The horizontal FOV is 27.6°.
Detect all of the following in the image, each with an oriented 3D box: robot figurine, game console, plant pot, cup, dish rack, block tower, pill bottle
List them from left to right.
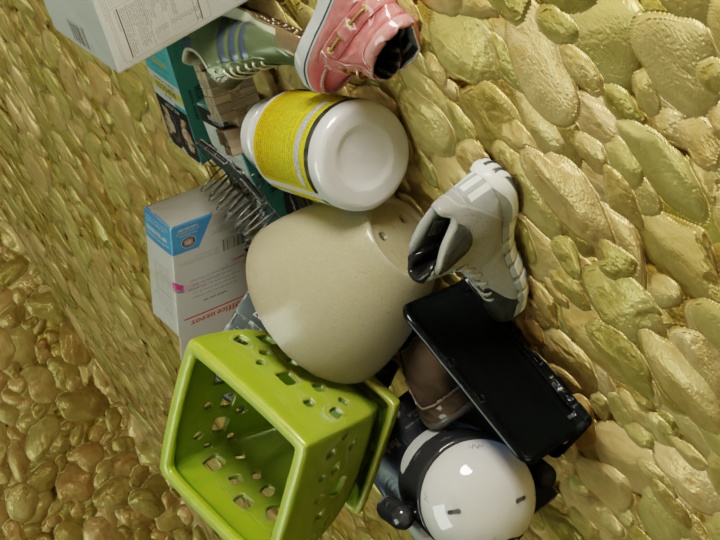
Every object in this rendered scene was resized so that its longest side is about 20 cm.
[{"bbox_3d":[-0.158,-0.233,1.662,0.054,0.058,0.200,-156,48,-71],"label":"block tower"},{"bbox_3d":[-0.125,-0.063,1.686,0.200,0.055,0.153,52,170,-34],"label":"dish rack"},{"bbox_3d":[-0.080,0.178,1.614,0.199,0.181,0.200,39,130,30],"label":"plant pot"},{"bbox_3d":[-0.045,-0.131,1.535,0.200,0.112,0.113,21,139,57],"label":"pill bottle"},{"bbox_3d":[0.000,0.000,1.555,0.143,0.200,0.200,-37,86,37],"label":"cup"},{"bbox_3d":[0.108,0.227,1.519,0.125,0.150,0.200,37,176,-10],"label":"robot figurine"},{"bbox_3d":[0.128,0.117,1.507,0.200,0.116,0.176,52,159,14],"label":"game console"}]

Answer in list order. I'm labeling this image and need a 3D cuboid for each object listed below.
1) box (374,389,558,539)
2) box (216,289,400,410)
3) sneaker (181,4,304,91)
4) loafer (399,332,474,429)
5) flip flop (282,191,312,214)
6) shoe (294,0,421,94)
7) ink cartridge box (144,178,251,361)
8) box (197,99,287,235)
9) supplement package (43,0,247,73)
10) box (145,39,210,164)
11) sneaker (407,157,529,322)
[{"bbox_3d":[0.101,0.233,1.729,0.198,0.123,0.200,53,159,6],"label":"box"},{"bbox_3d":[-0.078,0.121,1.737,0.200,0.044,0.160,33,124,-2],"label":"box"},{"bbox_3d":[-0.120,-0.230,1.556,0.200,0.067,0.090,30,105,39],"label":"sneaker"},{"bbox_3d":[0.072,0.106,1.589,0.071,0.073,0.200,54,-179,-22],"label":"loafer"},{"bbox_3d":[-0.061,-0.106,1.699,0.081,0.057,0.200,158,95,-75],"label":"flip flop"},{"bbox_3d":[-0.003,-0.206,1.389,0.091,0.071,0.200,56,155,16],"label":"shoe"},{"bbox_3d":[-0.198,0.001,1.817,0.068,0.115,0.200,36,137,41],"label":"ink cartridge box"},{"bbox_3d":[-0.130,-0.123,1.801,0.082,0.049,0.200,31,147,49],"label":"box"},{"bbox_3d":[-0.223,-0.333,1.509,0.152,0.200,0.151,36,152,43],"label":"supplement package"},{"bbox_3d":[-0.228,-0.238,1.872,0.082,0.049,0.200,38,152,41],"label":"box"},{"bbox_3d":[0.094,-0.007,1.401,0.075,0.115,0.200,38,152,40],"label":"sneaker"}]
